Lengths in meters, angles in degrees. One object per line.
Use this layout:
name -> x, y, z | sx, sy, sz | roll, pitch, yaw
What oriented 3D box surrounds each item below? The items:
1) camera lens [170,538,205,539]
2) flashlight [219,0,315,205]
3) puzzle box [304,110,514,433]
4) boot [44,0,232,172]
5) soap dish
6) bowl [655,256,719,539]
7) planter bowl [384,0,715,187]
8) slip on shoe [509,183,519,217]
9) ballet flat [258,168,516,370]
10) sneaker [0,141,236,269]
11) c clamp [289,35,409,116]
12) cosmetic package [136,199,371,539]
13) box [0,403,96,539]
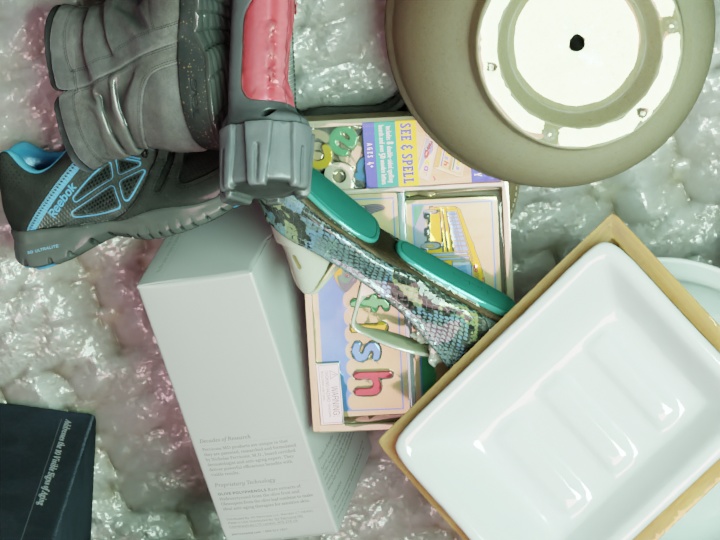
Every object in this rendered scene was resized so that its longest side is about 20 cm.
camera lens -> -0.102, 0.281, 1.785 | 0.159, 0.161, 0.200 | -11, 151, 12
flashlight -> -0.048, -0.142, 1.570 | 0.068, 0.068, 0.201 | 1, 76, 0
puzzle box -> 0.030, 0.001, 1.665 | 0.132, 0.025, 0.201 | -3, 101, 2
boot -> -0.137, -0.164, 1.623 | 0.131, 0.070, 0.201 | -3, 86, 31
soap dish -> 0.135, 0.091, 1.591 | 0.200, 0.081, 0.157 | -45, 81, 11
bowl -> 0.193, 0.091, 1.664 | 0.200, 0.090, 0.202 | 0, 91, 14
planter bowl -> 0.119, -0.139, 1.557 | 0.199, 0.135, 0.201 | -1, 101, -5
slip on shoe -> 0.046, -0.009, 1.705 | 0.076, 0.061, 0.200 | 22, 119, -14
ballet flat -> 0.000, 0.000, 1.619 | 0.200, 0.074, 0.074 | 35, 117, -3
sneaker -> -0.141, -0.061, 1.687 | 0.199, 0.073, 0.082 | -15, 100, 18
c clamp -> -0.025, -0.142, 1.664 | 0.170, 0.027, 0.201 | 6, 119, 3
cosmetic package -> -0.065, 0.064, 1.731 | 0.084, 0.108, 0.201 | -9, 116, 20
box -> -0.288, 0.183, 1.768 | 0.196, 0.200, 0.124 | 6, 120, 3
